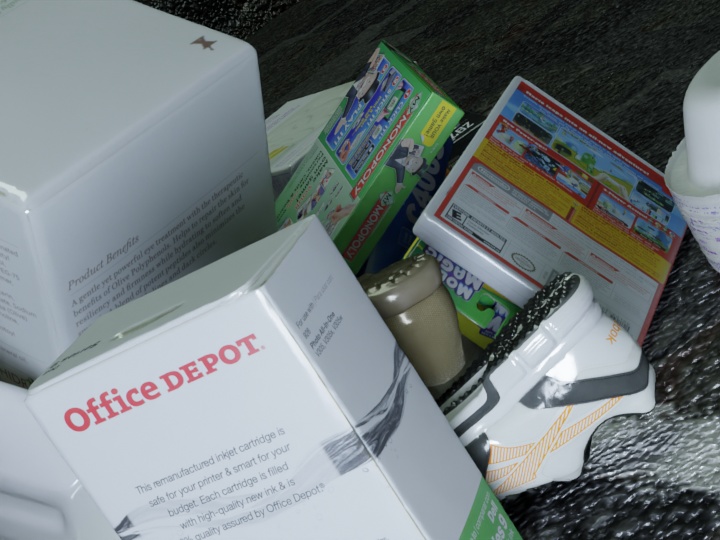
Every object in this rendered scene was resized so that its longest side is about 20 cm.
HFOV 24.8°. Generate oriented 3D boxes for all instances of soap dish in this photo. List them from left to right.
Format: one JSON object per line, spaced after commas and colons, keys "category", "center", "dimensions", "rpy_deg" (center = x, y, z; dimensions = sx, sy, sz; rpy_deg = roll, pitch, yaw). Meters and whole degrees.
{"category": "soap dish", "center": [-0.180, 0.151, 0.879], "dimensions": [0.081, 0.157, 0.200], "rpy_deg": [-53, 36, 21]}

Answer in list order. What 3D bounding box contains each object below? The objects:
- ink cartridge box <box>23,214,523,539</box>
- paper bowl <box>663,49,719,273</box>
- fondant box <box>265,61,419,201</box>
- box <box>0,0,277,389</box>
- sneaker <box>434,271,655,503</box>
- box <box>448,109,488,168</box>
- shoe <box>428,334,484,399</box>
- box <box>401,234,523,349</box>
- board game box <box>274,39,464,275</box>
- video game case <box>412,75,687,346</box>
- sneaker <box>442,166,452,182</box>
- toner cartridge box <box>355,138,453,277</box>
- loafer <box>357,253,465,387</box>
{"category": "ink cartridge box", "center": [-0.036, 0.095, 0.763], "dimensions": [0.146, 0.200, 0.084], "rpy_deg": [-24, 16, 28]}
{"category": "paper bowl", "center": [0.264, -0.089, 0.921], "dimensions": [0.200, 0.105, 0.201], "rpy_deg": [-32, 15, 10]}
{"category": "fondant box", "center": [-0.043, -0.087, 1.282], "dimensions": [0.144, 0.058, 0.200], "rpy_deg": [-42, 16, -28]}
{"category": "box", "center": [-0.189, -0.054, 1.032], "dimensions": [0.199, 0.172, 0.199], "rpy_deg": [24, 47, 30]}
{"category": "sneaker", "center": [0.066, 0.094, 0.825], "dimensions": [0.200, 0.080, 0.074], "rpy_deg": [-45, 9, 27]}
{"category": "box", "center": [0.020, -0.037, 1.278], "dimensions": [0.200, 0.086, 0.164], "rpy_deg": [-35, 15, -6]}
{"category": "shoe", "center": [0.032, 0.064, 0.959], "dimensions": [0.070, 0.053, 0.200], "rpy_deg": [-26, 23, 41]}
{"category": "box", "center": [0.096, -0.010, 0.981], "dimensions": [0.048, 0.117, 0.200], "rpy_deg": [-56, -2, 34]}
{"category": "board game box", "center": [-0.015, -0.048, 1.094], "dimensions": [0.200, 0.029, 0.135], "rpy_deg": [-56, 24, 11]}
{"category": "video game case", "center": [0.122, -0.034, 0.974], "dimensions": [0.017, 0.143, 0.200], "rpy_deg": [-56, -1, 36]}
{"category": "sneaker", "center": [0.090, -0.017, 1.106], "dimensions": [0.200, 0.077, 0.079], "rpy_deg": [-115, 43, -59]}
{"category": "toner cartridge box", "center": [0.000, 0.000, 1.103], "dimensions": [0.095, 0.043, 0.201], "rpy_deg": [-29, 40, 52]}
{"category": "loafer", "center": [0.000, 0.041, 0.898], "dimensions": [0.076, 0.068, 0.200], "rpy_deg": [-25, 1, -16]}
